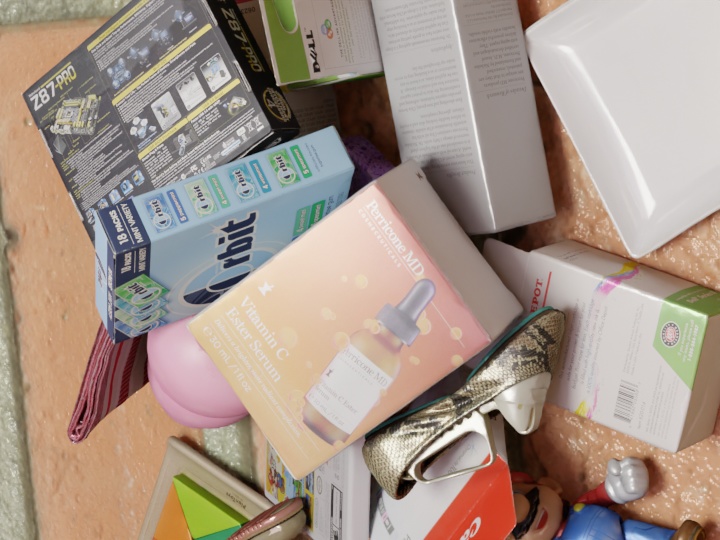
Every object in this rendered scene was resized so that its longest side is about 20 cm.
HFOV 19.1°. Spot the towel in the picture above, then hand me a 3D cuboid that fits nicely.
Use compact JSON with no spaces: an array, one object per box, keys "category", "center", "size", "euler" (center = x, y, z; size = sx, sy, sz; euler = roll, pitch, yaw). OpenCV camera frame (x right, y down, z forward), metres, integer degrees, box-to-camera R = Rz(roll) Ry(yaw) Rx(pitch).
[{"category":"towel","center":[-0.188,0.055,1.862],"size":[0.023,0.200,0.145],"euler":[25,114,10]}]

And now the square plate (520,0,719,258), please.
[{"category":"square plate","center":[0.239,-0.140,1.612],"size":[0.198,0.028,0.201],"euler":[-32,80,36]}]

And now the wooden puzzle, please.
[{"category":"wooden puzzle","center":[-0.136,0.277,1.963],"size":[0.185,0.037,0.201],"euler":[31,118,27]}]

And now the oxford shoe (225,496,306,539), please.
[{"category":"oxford shoe","center":[-0.092,0.265,1.872],"size":[0.074,0.071,0.200],"euler":[51,137,9]}]

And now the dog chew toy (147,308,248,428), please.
[{"category":"dog chew toy","center":[-0.130,0.080,1.849],"size":[0.125,0.124,0.200],"euler":[59,158,11]}]

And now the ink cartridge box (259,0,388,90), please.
[{"category":"ink cartridge box","center":[-0.045,-0.220,1.695],"size":[0.075,0.200,0.149],"euler":[-9,94,37]}]

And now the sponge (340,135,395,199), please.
[{"category":"sponge","center":[0.000,0.000,1.770],"size":[0.112,0.030,0.201],"euler":[-130,41,-52]}]

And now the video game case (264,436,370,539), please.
[{"category":"video game case","center":[-0.037,0.128,1.817],"size":[0.182,0.023,0.201],"euler":[-149,57,-60]}]

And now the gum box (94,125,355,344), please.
[{"category":"gum box","center":[-0.110,-0.026,1.688],"size":[0.045,0.199,0.170],"euler":[63,163,20]}]

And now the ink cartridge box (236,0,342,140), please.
[{"category":"ink cartridge box","center":[-0.104,-0.169,1.821],"size":[0.145,0.083,0.201],"euler":[-7,96,37]}]

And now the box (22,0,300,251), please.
[{"category":"box","center":[-0.161,-0.125,1.692],"size":[0.200,0.049,0.162],"euler":[-35,77,29]}]

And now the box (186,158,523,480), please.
[{"category":"box","center":[-0.004,0.036,1.647],"size":[0.200,0.106,0.153],"euler":[-37,89,22]}]

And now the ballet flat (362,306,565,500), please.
[{"category":"ballet flat","center":[0.091,0.112,1.642],"size":[0.200,0.068,0.076],"euler":[-37,67,18]}]

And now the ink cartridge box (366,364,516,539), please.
[{"category":"ink cartridge box","center":[0.060,0.179,1.720],"size":[0.057,0.200,0.163],"euler":[26,121,-14]}]

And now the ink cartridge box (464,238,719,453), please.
[{"category":"ink cartridge box","center":[0.185,0.050,1.665],"size":[0.199,0.067,0.118],"euler":[22,112,30]}]

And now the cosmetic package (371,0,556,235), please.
[{"category":"cosmetic package","center":[0.081,-0.131,1.689],"size":[0.101,0.071,0.201],"euler":[-4,97,53]}]

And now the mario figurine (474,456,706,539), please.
[{"category":"mario figurine","center":[0.164,0.208,1.684],"size":[0.199,0.123,0.107],"euler":[15,127,28]}]
